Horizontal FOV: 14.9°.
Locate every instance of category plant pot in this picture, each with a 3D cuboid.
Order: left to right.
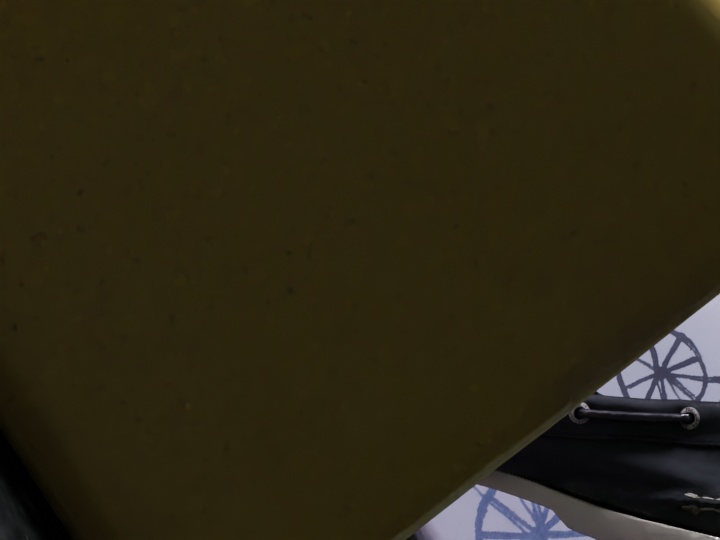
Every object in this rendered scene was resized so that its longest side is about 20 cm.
[{"bbox_3d":[-0.022,-0.057,0.661,0.200,0.195,0.194,52,7,-7],"label":"plant pot"}]

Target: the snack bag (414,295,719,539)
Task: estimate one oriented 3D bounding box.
[{"bbox_3d":[0.100,0.044,1.081,0.189,0.199,0.021,58,-2,11],"label":"snack bag"}]

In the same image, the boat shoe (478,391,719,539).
[{"bbox_3d":[0.058,0.044,0.922,0.199,0.067,0.074,19,5,40],"label":"boat shoe"}]
